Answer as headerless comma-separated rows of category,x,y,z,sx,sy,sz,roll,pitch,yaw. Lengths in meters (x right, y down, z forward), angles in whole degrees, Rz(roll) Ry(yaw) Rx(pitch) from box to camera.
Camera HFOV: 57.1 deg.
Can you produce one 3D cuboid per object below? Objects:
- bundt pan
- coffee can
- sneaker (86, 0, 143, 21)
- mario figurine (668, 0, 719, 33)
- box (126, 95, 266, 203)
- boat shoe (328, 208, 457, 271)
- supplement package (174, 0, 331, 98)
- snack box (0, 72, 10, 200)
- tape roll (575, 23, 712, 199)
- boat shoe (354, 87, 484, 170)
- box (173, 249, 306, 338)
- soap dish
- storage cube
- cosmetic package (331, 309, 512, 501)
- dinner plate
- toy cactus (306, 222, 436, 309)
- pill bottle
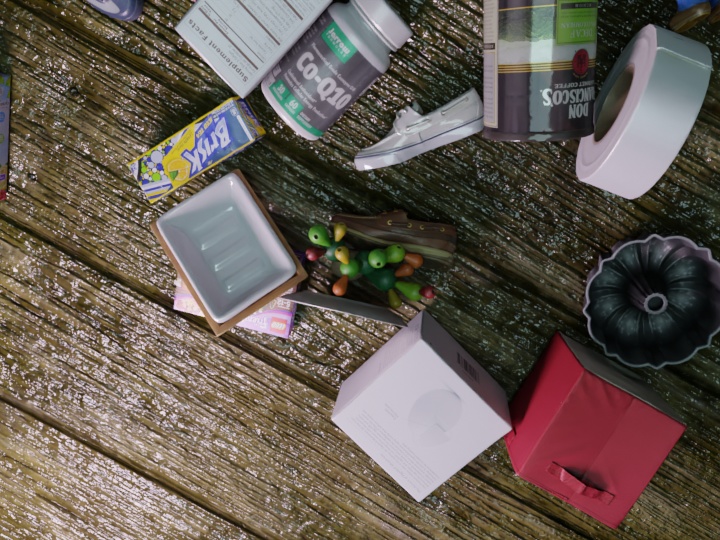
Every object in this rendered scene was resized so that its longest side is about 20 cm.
bundt pan,0.420,0.036,0.962,0.198,0.076,0.205,2,108,7
coffee can,0.228,-0.277,0.848,0.144,0.147,0.203,-1,108,8
sneaker,-0.399,-0.423,0.922,0.199,0.082,0.070,37,109,-5
mario figurine,0.385,-0.394,0.813,0.105,0.122,0.203,-20,85,45
box,-0.244,-0.182,0.991,0.198,0.064,0.071,-27,103,16
boat shoe,0.050,-0.057,0.996,0.197,0.072,0.069,15,77,11
supplement package,-0.121,-0.336,0.836,0.200,0.117,0.117,-44,108,9
snack box,-0.644,-0.222,1.033,0.166,0.068,0.203,14,108,4
tape roll,0.348,-0.197,0.828,0.070,0.203,0.205,21,110,1
boat shoe,0.078,-0.203,0.935,0.197,0.071,0.071,-19,106,10
box,-0.195,0.017,1.063,0.197,0.039,0.139,13,110,3
soap dish,-0.193,-0.026,0.978,0.156,0.081,0.201,-33,78,-8
storage cube,0.331,0.225,0.980,0.169,0.200,0.182,28,104,-2
cosmetic package,0.096,0.212,1.043,0.199,0.123,0.200,44,107,-8
dinner plate,-0.024,0.053,0.978,0.197,0.200,0.025,11,87,4
toy cactus,0.000,0.000,0.968,0.197,0.165,0.104,18,81,-21
pill bottle,-0.032,-0.285,0.899,0.200,0.113,0.113,-42,99,18
